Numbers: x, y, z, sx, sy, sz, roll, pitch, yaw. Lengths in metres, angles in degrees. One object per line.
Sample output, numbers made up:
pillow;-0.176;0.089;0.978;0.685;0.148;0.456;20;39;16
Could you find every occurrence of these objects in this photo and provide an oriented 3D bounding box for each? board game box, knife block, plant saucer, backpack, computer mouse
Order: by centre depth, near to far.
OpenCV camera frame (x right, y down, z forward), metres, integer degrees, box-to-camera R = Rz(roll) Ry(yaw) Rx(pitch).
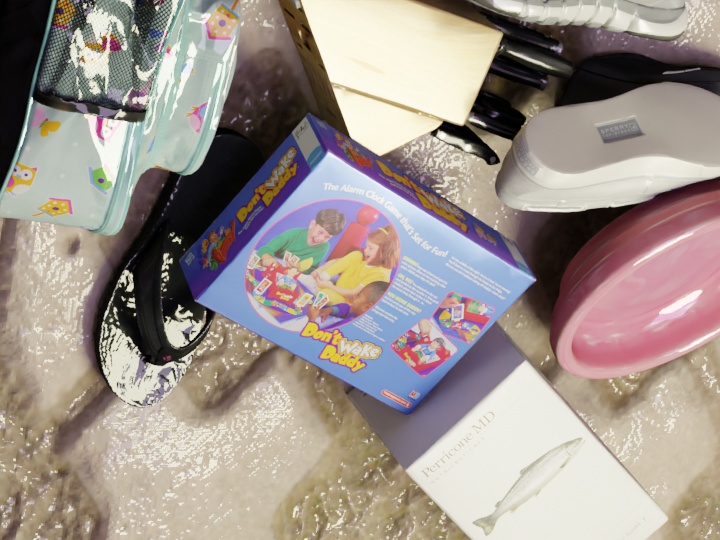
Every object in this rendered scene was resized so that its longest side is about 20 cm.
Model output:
backpack;-0.162;-0.124;1.427;0.152;0.176;0.201;15;112;-26
knife block;0.049;-0.155;1.575;0.175;0.064;0.201;-28;123;-11
board game box;0.000;0.000;1.581;0.199;0.045;0.135;31;111;-36
computer mouse;0.242;-0.133;1.686;0.199;0.046;0.141;9;112;-28
plant saucer;0.218;0.001;1.698;0.199;0.051;0.201;-22;154;-11

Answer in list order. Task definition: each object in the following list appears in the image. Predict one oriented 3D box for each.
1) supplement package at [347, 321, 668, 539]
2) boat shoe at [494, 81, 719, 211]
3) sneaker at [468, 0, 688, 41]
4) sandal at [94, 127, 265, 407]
supplement package;0.105;0.132;1.713;0.117;0.117;0.200;-42;124;2
boat shoe;0.177;-0.074;1.621;0.199;0.072;0.069;-16;159;-35
sneaker;0.145;-0.222;1.589;0.199;0.075;0.116;3;109;-37
sandal;-0.120;0.003;1.585;0.075;0.048;0.202;13;108;-30
